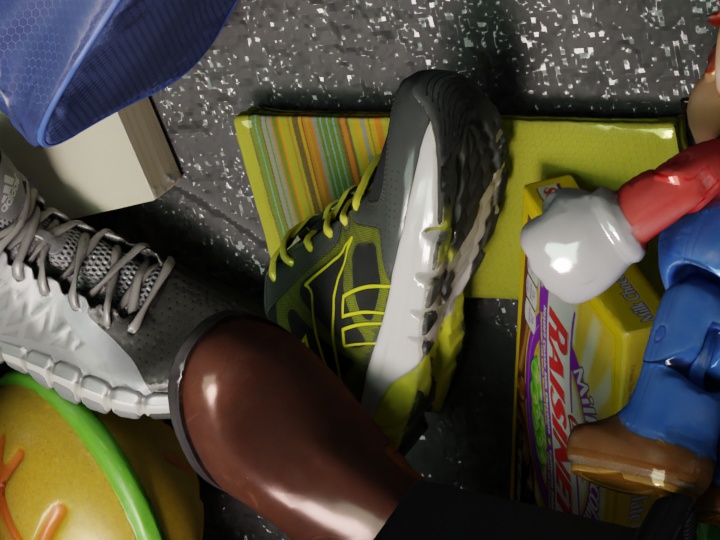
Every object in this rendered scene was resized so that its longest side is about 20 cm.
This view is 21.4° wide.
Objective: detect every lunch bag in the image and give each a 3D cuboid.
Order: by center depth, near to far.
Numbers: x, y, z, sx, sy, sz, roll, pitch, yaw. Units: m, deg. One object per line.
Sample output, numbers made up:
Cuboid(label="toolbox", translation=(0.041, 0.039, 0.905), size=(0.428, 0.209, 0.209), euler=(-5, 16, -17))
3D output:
Cuboid(label="lunch bag", translation=(-0.105, -0.154, 0.713), size=(0.132, 0.136, 0.200), euler=(43, 123, 6))

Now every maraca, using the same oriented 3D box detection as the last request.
Cuboid(label="maraca", translation=(-0.145, 0.107, 0.920), size=(0.200, 0.107, 0.138), euler=(12, 120, 56))

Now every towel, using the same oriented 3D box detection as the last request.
Cuboid(label="towel", translation=(0.043, -0.027, 0.779), size=(0.199, 0.018, 0.086), euler=(4, 123, 30))

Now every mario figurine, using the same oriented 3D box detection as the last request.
Cuboid(label="mario figurine", translation=(0.127, -0.016, 0.646), size=(0.106, 0.123, 0.201), euler=(12, 78, 29))

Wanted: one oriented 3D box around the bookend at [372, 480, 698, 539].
Cuboid(label="bookend", translation=(0.010, 0.159, 0.641), size=(0.198, 0.092, 0.201), euler=(11, 128, 26))

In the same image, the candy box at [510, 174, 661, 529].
Cuboid(label="candy box", translation=(0.088, 0.073, 0.750), size=(0.102, 0.026, 0.201), euler=(-122, 25, -51))

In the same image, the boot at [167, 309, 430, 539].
Cuboid(label="boot", translation=(0.033, 0.103, 0.693), size=(0.200, 0.068, 0.189), euler=(18, 143, 48))

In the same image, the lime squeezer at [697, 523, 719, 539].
Cuboid(label="lime squeezer", translation=(0.135, 0.117, 0.773), size=(0.038, 0.071, 0.200), euler=(4, 153, 3))

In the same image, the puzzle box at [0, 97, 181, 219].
Cuboid(label="puzzle box", translation=(-0.187, -0.081, 0.885), size=(0.199, 0.025, 0.133), euler=(-9, 111, 36))

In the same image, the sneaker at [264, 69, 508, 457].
Cuboid(label="sneaker", translation=(0.000, 0.000, 0.758), size=(0.084, 0.075, 0.200), euler=(24, 134, 14))

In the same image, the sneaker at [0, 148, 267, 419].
Cuboid(label="sneaker", translation=(-0.134, -0.005, 0.832), size=(0.199, 0.075, 0.116), euler=(10, 139, 18))
